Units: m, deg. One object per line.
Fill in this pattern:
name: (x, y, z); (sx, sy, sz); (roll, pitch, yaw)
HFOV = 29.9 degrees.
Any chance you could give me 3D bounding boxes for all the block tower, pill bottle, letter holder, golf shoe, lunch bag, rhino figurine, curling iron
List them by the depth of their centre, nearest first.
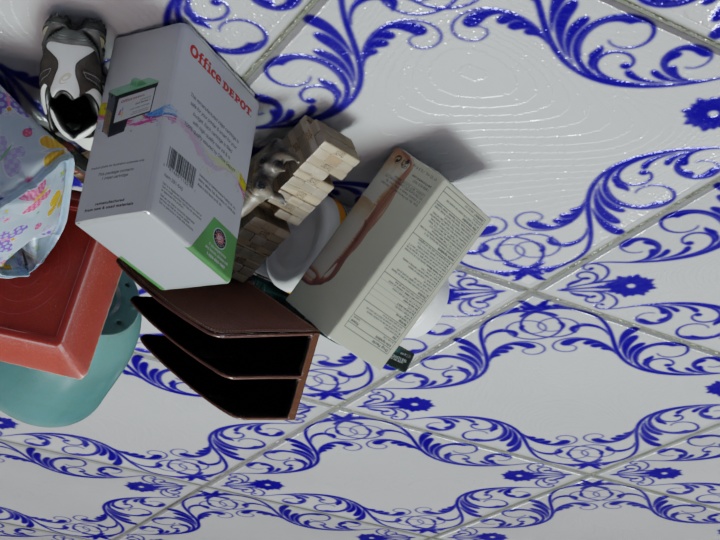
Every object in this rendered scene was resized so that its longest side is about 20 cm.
golf shoe: (-0.274, -0.154, 1.287); (0.077, 0.095, 0.200); (2, 155, 0)
lunch bag: (-0.378, -0.089, 1.323); (0.170, 0.127, 0.200); (45, 153, 7)
curling iron: (-0.290, -0.114, 1.334); (0.199, 0.026, 0.050); (30, 178, 17)
rhino figurine: (-0.140, -0.083, 1.354); (0.199, 0.088, 0.060); (-14, 148, 29)
letter holder: (-0.164, 0.067, 1.384); (0.141, 0.101, 0.200); (3, -160, -42)
block tower: (-0.089, -0.071, 1.387); (0.058, 0.054, 0.200); (26, 120, -40)
pill bottle: (0.000, 0.000, 1.526); (0.199, 0.117, 0.116); (27, 145, -37)

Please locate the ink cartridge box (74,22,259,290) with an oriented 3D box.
ink cartridge box: (-0.175, -0.104, 1.255); (0.083, 0.201, 0.145); (-7, 152, 26)

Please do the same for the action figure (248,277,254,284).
action figure: (-0.166, -0.008, 1.550); (0.200, 0.102, 0.119); (43, -176, 7)

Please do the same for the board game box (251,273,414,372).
board game box: (-0.045, 0.059, 1.622); (0.199, 0.028, 0.135); (26, 180, 44)

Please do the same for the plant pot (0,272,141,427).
plant pot: (-0.355, 0.063, 1.622); (0.200, 0.202, 0.161); (21, 136, -30)

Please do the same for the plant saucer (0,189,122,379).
plant saucer: (-0.352, -0.002, 1.428); (0.198, 0.201, 0.037); (10, 164, 19)

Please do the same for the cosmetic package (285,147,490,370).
cosmetic package: (0.029, -0.012, 1.405); (0.087, 0.200, 0.103); (37, 180, 43)

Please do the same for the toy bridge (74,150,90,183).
toy bridge: (-0.216, -0.129, 1.399); (0.199, 0.027, 0.067); (-10, 150, 22)
